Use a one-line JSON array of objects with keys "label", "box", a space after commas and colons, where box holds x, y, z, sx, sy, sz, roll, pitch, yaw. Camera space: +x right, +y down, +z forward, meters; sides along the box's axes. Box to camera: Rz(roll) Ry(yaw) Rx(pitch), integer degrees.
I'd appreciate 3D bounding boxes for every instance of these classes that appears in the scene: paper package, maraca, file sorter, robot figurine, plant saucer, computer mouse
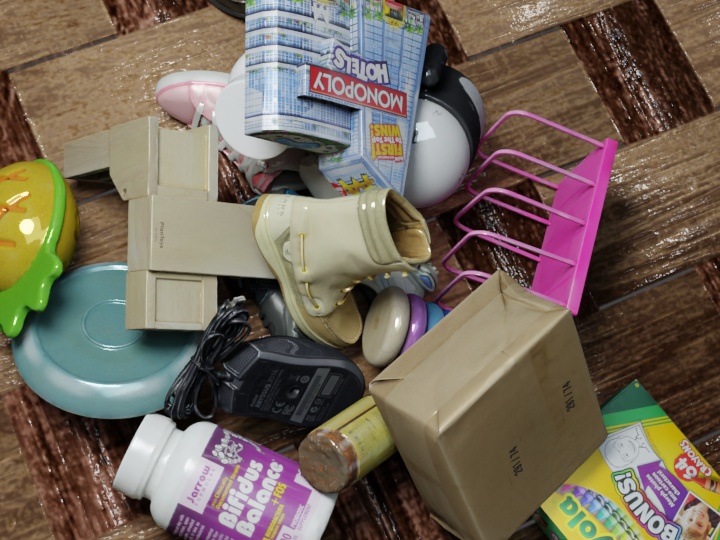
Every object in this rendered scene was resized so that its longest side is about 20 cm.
[{"label": "paper package", "box": [0.130, 0.137, 1.283, 0.191, 0.200, 0.103, -41, 42, -18]}, {"label": "maraca", "box": [-0.333, -0.025, 1.314, 0.107, 0.137, 0.200, 24, 37, -37]}, {"label": "file sorter", "box": [0.168, -0.046, 1.407, 0.125, 0.139, 0.200, 20, 69, -8]}, {"label": "robot figurine", "box": [0.063, -0.146, 1.409, 0.150, 0.125, 0.200, 59, 25, -19]}, {"label": "plant saucer", "box": [-0.243, 0.059, 1.319, 0.200, 0.027, 0.200, 4, 46, -4]}, {"label": "computer mouse", "box": [-0.086, 0.095, 1.301, 0.200, 0.139, 0.053, 17, 26, -34]}]

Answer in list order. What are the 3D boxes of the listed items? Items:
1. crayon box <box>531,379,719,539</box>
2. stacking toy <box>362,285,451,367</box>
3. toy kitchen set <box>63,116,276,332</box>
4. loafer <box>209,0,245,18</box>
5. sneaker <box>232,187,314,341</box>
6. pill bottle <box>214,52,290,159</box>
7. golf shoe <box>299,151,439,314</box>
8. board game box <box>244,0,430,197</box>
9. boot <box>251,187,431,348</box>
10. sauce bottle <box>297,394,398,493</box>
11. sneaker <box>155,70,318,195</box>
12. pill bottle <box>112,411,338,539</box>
[{"label": "crayon box", "box": [0.282, 0.245, 1.378, 0.172, 0.058, 0.200, -37, 81, -19]}, {"label": "stacking toy", "box": [0.106, 0.080, 1.384, 0.200, 0.085, 0.086, 16, 69, -20]}, {"label": "toy kitchen set", "box": [-0.188, -0.036, 1.353, 0.163, 0.180, 0.201, 5, 83, -39]}, {"label": "loafer", "box": [-0.167, -0.367, 1.497, 0.073, 0.071, 0.200, -39, 82, -20]}, {"label": "sneaker", "box": [-0.086, 0.019, 1.392, 0.082, 0.073, 0.201, -11, 82, 25]}, {"label": "pill bottle", "box": [-0.066, -0.191, 1.346, 0.109, 0.109, 0.200, 34, 38, 2]}, {"label": "golf shoe", "box": [-0.010, -0.030, 1.392, 0.097, 0.078, 0.200, -43, 101, -9]}, {"label": "board game box", "box": [-0.017, -0.163, 1.259, 0.200, 0.062, 0.200, 8, 77, -46]}, {"label": "boot", "box": [0.000, 0.000, 1.300, 0.155, 0.200, 0.073, -4, 42, 27]}, {"label": "sauce bottle", "box": [0.017, 0.155, 1.313, 0.066, 0.066, 0.200, 54, 37, 9]}, {"label": "sneaker", "box": [-0.127, -0.143, 1.425, 0.200, 0.075, 0.105, 14, 64, -10]}, {"label": "pill bottle", "box": [-0.131, 0.214, 1.284, 0.200, 0.112, 0.112, 25, 69, -2]}]
